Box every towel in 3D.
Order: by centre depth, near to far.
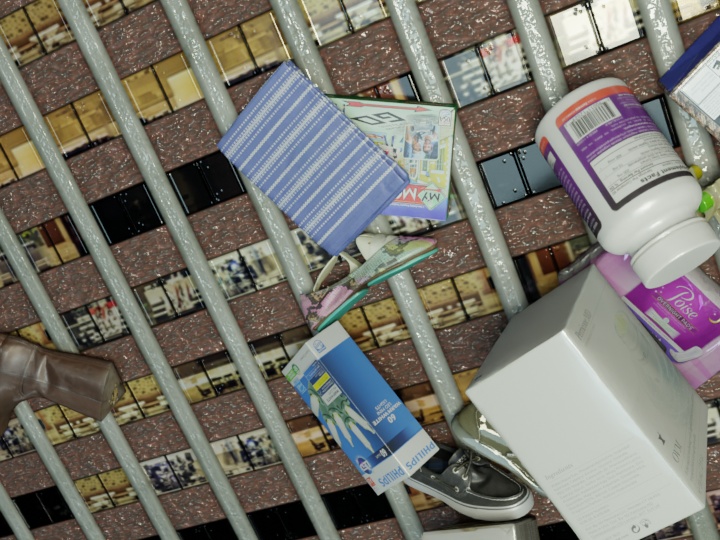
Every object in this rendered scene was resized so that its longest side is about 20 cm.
[{"bbox_3d":[-0.055,-0.128,0.967,0.200,0.024,0.145,43,115,-3],"label":"towel"}]

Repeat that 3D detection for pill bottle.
[{"bbox_3d":[0.273,-0.087,0.840,0.111,0.111,0.200,-36,65,22],"label":"pill bottle"}]

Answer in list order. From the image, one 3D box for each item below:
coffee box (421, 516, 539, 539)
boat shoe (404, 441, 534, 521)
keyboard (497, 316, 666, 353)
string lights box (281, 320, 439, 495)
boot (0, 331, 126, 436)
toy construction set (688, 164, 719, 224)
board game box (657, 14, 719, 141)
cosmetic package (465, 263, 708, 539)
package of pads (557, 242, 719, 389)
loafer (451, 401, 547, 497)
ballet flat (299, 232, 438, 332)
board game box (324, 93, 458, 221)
[{"bbox_3d":[0.157,0.355,1.029,0.114,0.200,0.080,-10,73,16],"label":"coffee box"},{"bbox_3d":[0.124,0.251,1.039,0.200,0.070,0.066,12,127,46],"label":"boat shoe"},{"bbox_3d":[0.242,0.088,0.963,0.127,0.021,0.200,40,141,-11],"label":"keyboard"},{"bbox_3d":[-0.003,0.172,1.027,0.200,0.059,0.103,51,146,9],"label":"string lights box"},{"bbox_3d":[-0.443,0.191,1.186,0.199,0.064,0.187,15,115,2],"label":"boot"},{"bbox_3d":[0.404,-0.028,0.877,0.200,0.131,0.092,44,69,-6],"label":"toy construction set"},{"bbox_3d":[0.432,-0.179,0.823,0.200,0.097,0.160,40,114,-4],"label":"board game box"},{"bbox_3d":[0.231,0.127,0.813,0.123,0.199,0.200,-40,89,29],"label":"cosmetic package"},{"bbox_3d":[0.337,0.036,0.938,0.200,0.076,0.121,42,118,-4],"label":"package of pads"},{"bbox_3d":[0.213,0.221,1.036,0.200,0.075,0.070,28,111,3],"label":"loafer"},{"bbox_3d":[0.000,0.000,1.012,0.200,0.069,0.071,-36,81,23],"label":"ballet flat"},{"bbox_3d":[0.010,-0.135,0.973,0.199,0.029,0.135,6,111,10],"label":"board game box"}]
